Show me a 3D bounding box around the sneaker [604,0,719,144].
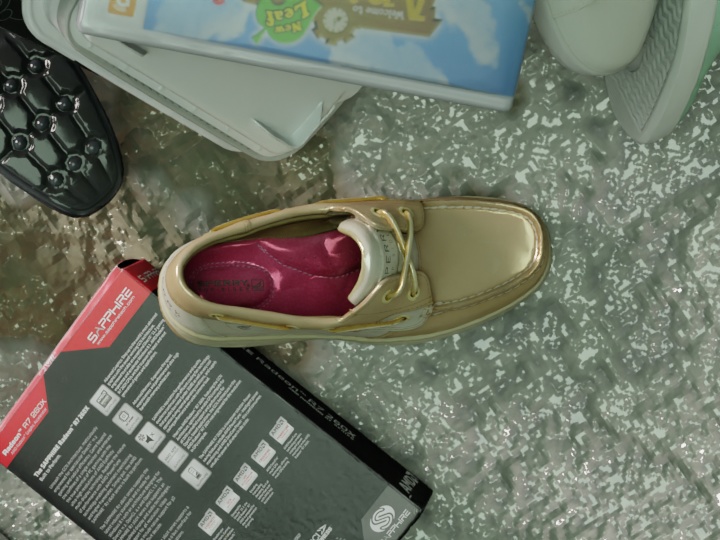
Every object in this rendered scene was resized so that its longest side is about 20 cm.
[{"bbox_3d":[0.192,-0.147,1.183,0.118,0.074,0.201,-5,130,-26],"label":"sneaker"}]

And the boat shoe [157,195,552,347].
[{"bbox_3d":[0.000,0.000,1.214,0.200,0.069,0.074,-10,81,-6],"label":"boat shoe"}]

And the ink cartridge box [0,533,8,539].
[{"bbox_3d":[-0.245,0.211,1.232,0.147,0.200,0.145,42,103,2],"label":"ink cartridge box"}]

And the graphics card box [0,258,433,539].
[{"bbox_3d":[-0.078,0.103,1.268,0.200,0.051,0.126,38,100,4],"label":"graphics card box"}]

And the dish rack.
[{"bbox_3d":[-0.044,-0.137,1.165,0.172,0.200,0.044,-49,52,9],"label":"dish rack"}]

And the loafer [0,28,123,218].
[{"bbox_3d":[-0.191,-0.107,1.251,0.068,0.070,0.201,-42,84,-5],"label":"loafer"}]

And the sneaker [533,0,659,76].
[{"bbox_3d":[0.122,-0.177,1.102,0.073,0.085,0.200,-11,114,-31],"label":"sneaker"}]

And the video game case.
[{"bbox_3d":[-0.011,-0.175,1.081,0.200,0.022,0.182,10,106,-7],"label":"video game case"}]

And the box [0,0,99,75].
[{"bbox_3d":[-0.173,-0.203,1.150,0.124,0.200,0.149,-46,63,12],"label":"box"}]
